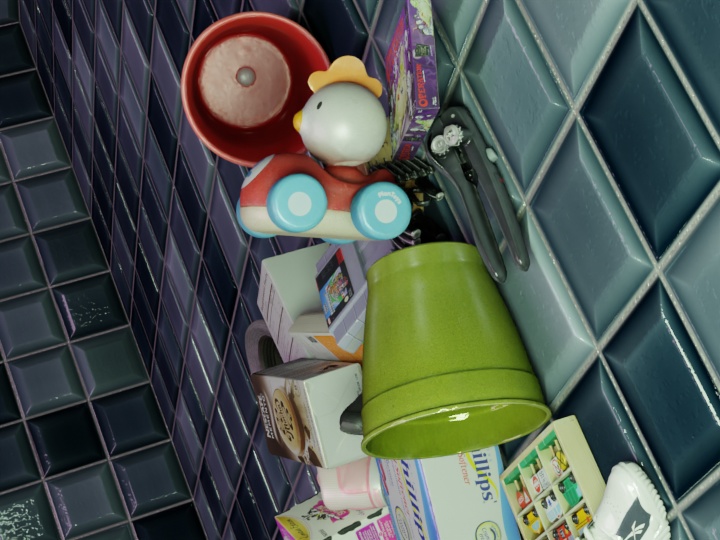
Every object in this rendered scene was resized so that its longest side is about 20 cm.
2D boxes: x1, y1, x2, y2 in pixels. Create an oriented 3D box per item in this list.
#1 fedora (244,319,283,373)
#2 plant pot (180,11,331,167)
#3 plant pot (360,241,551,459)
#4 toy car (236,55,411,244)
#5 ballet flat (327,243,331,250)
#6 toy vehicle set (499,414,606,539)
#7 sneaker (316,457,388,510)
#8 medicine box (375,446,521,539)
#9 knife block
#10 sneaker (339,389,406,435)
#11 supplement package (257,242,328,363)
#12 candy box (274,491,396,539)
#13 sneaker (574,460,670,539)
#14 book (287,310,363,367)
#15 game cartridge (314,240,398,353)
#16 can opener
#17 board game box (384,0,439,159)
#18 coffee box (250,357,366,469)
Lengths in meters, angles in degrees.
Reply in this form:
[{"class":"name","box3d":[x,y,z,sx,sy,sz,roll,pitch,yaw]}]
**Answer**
[{"class":"fedora","box3d":[-0.090,0.149,2.254,0.200,0.090,0.177,12,118,62]},{"class":"plant pot","box3d":[-0.143,-0.244,1.951,0.177,0.200,0.201,-131,29,-74]},{"class":"plant pot","box3d":[0.084,0.080,1.570,0.200,0.200,0.194,118,145,-65]},{"class":"toy car","box3d":[-0.039,-0.134,1.611,0.184,0.176,0.201,175,99,-73]},{"class":"ballet flat","box3d":[0.004,0.041,1.931,0.067,0.068,0.201,115,137,-68]},{"class":"toy vehicle set","box3d":[0.207,0.242,1.566,0.200,0.026,0.125,115,136,-63]},{"class":"sneaker","box3d":[-0.004,0.237,1.936,0.200,0.104,0.076,-75,-34,-55]},{"class":"medicine box","box3d":[0.096,0.248,1.760,0.200,0.103,0.183,-175,70,-75]},{"class":"knife block","box3d":[0.033,-0.081,1.743,0.200,0.064,0.176,129,124,-67]},{"class":"sneaker","box3d":[0.039,0.117,1.677,0.076,0.200,0.088,4,110,37]},{"class":"supplement package","box3d":[-0.051,0.078,2.037,0.117,0.117,0.200,102,147,-55]},{"class":"candy box","box3d":[0.003,0.318,1.939,0.136,0.200,0.061,24,138,66]},{"class":"sneaker","box3d":[0.215,0.277,1.408,0.080,0.129,0.200,-126,27,-44]},{"class":"book","box3d":[0.008,0.105,1.837,0.134,0.048,0.200,45,155,-20]},{"class":"game cartridge","box3d":[0.000,0.000,1.769,0.038,0.130,0.200,34,-163,-24]},{"class":"can opener","box3d":[0.123,-0.080,1.504,0.063,0.079,0.200,-38,59,24]},{"class":"board game box","box3d":[0.052,-0.197,1.557,0.200,0.032,0.121,117,154,-78]},{"class":"coffee box","box3d":[-0.059,0.175,1.855,0.200,0.080,0.113,-5,101,67]}]
